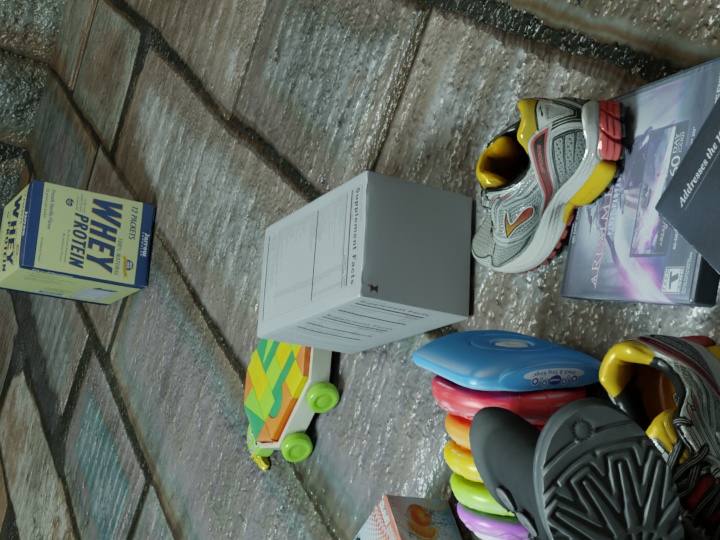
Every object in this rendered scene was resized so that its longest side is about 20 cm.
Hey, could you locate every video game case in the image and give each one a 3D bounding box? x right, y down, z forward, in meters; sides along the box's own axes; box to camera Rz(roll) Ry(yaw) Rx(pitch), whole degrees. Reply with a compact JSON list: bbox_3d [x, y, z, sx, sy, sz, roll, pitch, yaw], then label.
[{"bbox_3d":[0.183,-0.050,0.710,0.200,0.019,0.144,180,101,-78],"label":"video game case"}]

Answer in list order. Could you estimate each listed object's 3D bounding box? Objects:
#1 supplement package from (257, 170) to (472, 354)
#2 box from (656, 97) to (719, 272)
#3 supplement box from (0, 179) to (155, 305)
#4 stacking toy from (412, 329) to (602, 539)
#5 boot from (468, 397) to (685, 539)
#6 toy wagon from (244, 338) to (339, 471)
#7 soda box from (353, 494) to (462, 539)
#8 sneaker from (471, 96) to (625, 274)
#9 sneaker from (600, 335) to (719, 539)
[{"bbox_3d":[0.000,0.000,0.991,0.200,0.109,0.115,-22,61,58],"label":"supplement package"},{"bbox_3d":[0.267,-0.049,0.486,0.201,0.123,0.197,-65,32,25],"label":"box"},{"bbox_3d":[-0.457,-0.037,1.753,0.199,0.199,0.135,-19,64,57],"label":"supplement box"},{"bbox_3d":[0.101,0.149,0.779,0.110,0.115,0.202,-162,74,-64],"label":"stacking toy"},{"bbox_3d":[0.112,0.115,0.619,0.166,0.065,0.200,64,176,-17],"label":"boot"},{"bbox_3d":[-0.084,0.130,1.172,0.201,0.039,0.155,-63,31,26],"label":"toy wagon"},{"bbox_3d":[0.056,0.270,0.836,0.069,0.063,0.201,-59,33,32],"label":"soda box"},{"bbox_3d":[0.117,-0.065,0.805,0.200,0.082,0.078,115,163,-58],"label":"sneaker"},{"bbox_3d":[0.190,0.119,0.609,0.078,0.082,0.201,-59,35,33],"label":"sneaker"}]
